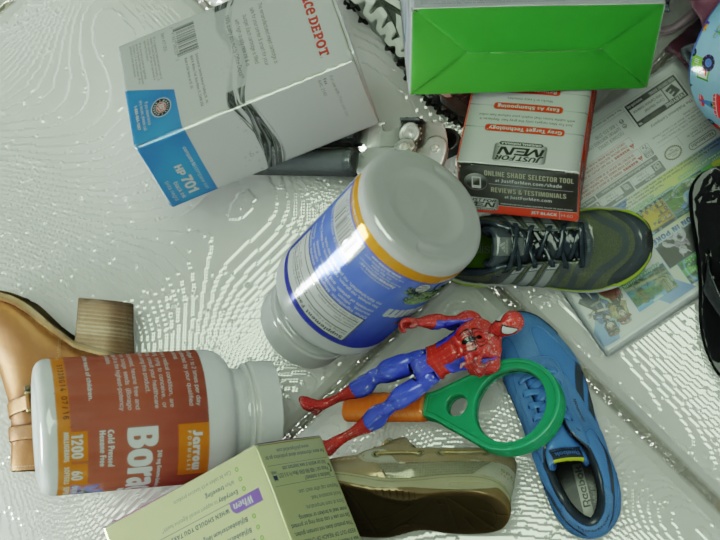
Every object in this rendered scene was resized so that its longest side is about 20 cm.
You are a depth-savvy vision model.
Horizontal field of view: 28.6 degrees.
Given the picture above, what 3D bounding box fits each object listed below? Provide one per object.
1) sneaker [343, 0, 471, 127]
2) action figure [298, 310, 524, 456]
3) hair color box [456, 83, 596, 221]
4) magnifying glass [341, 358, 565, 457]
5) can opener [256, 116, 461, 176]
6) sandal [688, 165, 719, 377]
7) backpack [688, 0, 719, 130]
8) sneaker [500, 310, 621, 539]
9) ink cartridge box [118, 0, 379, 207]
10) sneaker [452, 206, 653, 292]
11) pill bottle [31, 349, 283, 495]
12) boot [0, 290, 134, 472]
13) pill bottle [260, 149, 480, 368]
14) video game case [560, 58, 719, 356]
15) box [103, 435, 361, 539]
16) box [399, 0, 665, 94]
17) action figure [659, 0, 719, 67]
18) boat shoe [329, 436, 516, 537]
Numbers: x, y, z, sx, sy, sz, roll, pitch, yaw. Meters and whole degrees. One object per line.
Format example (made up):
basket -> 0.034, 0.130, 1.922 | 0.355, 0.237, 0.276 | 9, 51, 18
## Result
sneaker -> 0.057, -0.220, 1.255 | 0.090, 0.066, 0.200 | -38, 73, 3
action figure -> 0.038, 0.079, 1.136 | 0.199, 0.099, 0.066 | -29, 70, 11
hair color box -> 0.144, -0.137, 1.182 | 0.101, 0.061, 0.201 | 7, 50, 11
magnifying glass -> 0.075, 0.114, 1.171 | 0.199, 0.022, 0.080 | -2, 64, 28
can opener -> -0.011, -0.103, 1.250 | 0.199, 0.066, 0.053 | 3, 77, 19
sandal -> 0.310, 0.014, 1.157 | 0.076, 0.043, 0.201 | -15, 89, 1
backpack -> 0.369, -0.152, 1.100 | 0.199, 0.135, 0.183 | 32, 101, -21
sneaker -> 0.163, 0.122, 1.160 | 0.066, 0.078, 0.201 | -21, 74, 7
ink cartridge box -> -0.100, -0.163, 1.233 | 0.199, 0.086, 0.147 | -20, 47, 4
sneaker -> 0.142, -0.015, 1.168 | 0.199, 0.081, 0.074 | -6, 88, 26
pill bottle -> -0.169, 0.123, 1.173 | 0.199, 0.112, 0.113 | -3, 76, -16
boot -> -0.297, 0.100, 1.253 | 0.199, 0.077, 0.156 | 5, 83, 3
pill bottle -> 0.000, 0.000, 1.152 | 0.112, 0.200, 0.113 | 18, 51, -24
video game case -> 0.243, -0.056, 1.212 | 0.199, 0.022, 0.183 | -33, 75, 1
box -> -0.085, 0.260, 1.132 | 0.175, 0.096, 0.201 | -31, 72, 27
box -> 0.132, -0.242, 1.161 | 0.198, 0.097, 0.177 | -3, 50, -3
action figure -> 0.350, -0.231, 1.209 | 0.199, 0.149, 0.135 | -28, 115, -14
boat shoe -> 0.032, 0.176, 1.181 | 0.199, 0.072, 0.065 | -2, 41, 20
